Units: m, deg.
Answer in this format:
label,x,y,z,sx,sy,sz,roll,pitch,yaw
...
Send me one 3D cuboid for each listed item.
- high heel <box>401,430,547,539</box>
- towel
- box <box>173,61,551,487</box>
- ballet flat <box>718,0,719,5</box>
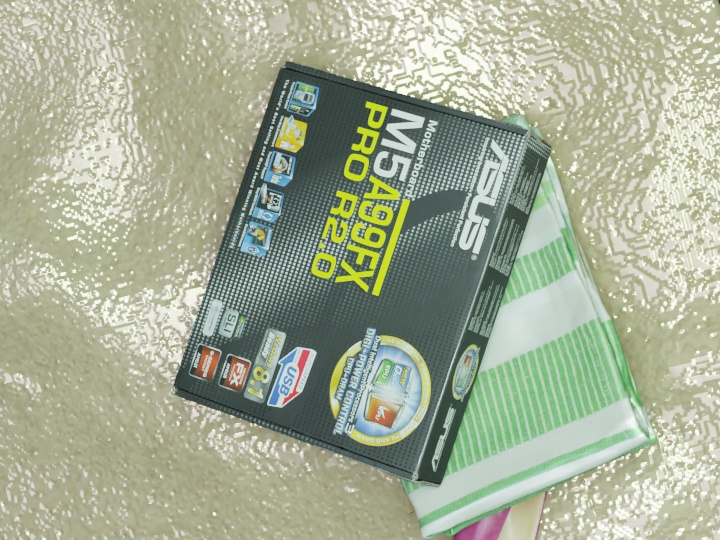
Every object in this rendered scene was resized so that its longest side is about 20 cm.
label,x,y,z,sx,sy,sz,roll,pitch,yaw
high heel,0.091,0.179,1.235,0.095,0.067,0.202,-19,78,28
towel,0.064,0.032,1.217,0.152,0.023,0.201,-26,71,18
box,0.000,0.000,1.215,0.159,0.044,0.201,18,88,25
ballet flat,0.217,-0.151,1.158,0.068,0.068,0.200,-42,84,16
